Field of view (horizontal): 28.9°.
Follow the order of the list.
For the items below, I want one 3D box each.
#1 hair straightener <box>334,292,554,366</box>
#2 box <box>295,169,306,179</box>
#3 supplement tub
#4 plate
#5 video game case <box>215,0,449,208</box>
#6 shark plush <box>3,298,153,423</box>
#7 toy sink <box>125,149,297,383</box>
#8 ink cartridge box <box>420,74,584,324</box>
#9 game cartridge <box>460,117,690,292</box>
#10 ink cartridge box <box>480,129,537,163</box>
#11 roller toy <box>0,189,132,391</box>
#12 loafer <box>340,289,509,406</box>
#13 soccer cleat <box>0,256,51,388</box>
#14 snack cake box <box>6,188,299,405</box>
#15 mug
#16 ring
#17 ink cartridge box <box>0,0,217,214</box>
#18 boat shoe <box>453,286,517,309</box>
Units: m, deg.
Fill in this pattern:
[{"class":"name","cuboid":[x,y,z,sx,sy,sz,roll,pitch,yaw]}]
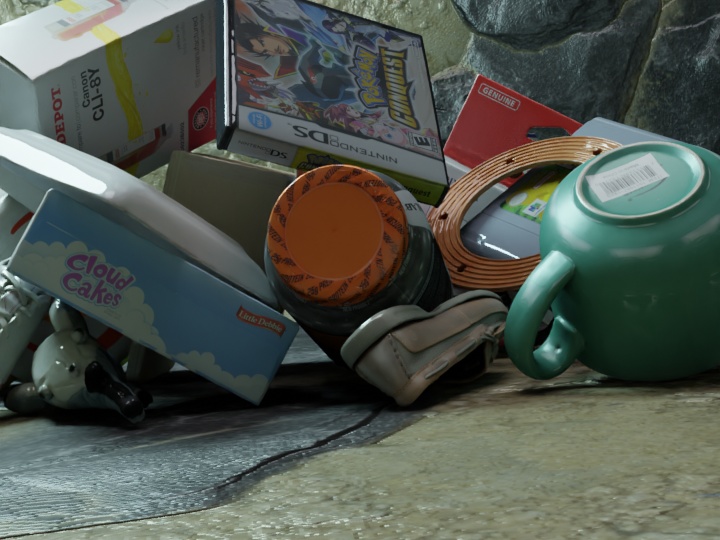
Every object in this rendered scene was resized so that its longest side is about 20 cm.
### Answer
[{"class":"hair straightener","cuboid":[0.074,0.035,1.177,0.198,0.077,0.041,-5,-24,3]},{"class":"box","cuboid":[-0.003,-0.044,1.207,0.094,0.103,0.201,4,-38,3]},{"class":"supplement tub","cuboid":[0.000,0.000,1.032,0.122,0.123,0.200,-4,-17,8]},{"class":"plate","cuboid":[-0.174,-0.047,1.040,0.199,0.032,0.199,23,-8,39]},{"class":"video game case","cuboid":[-0.025,-0.144,1.099,0.180,0.201,0.026,14,-48,-19]},{"class":"shark plush","cuboid":[-0.184,0.072,1.011,0.083,0.091,0.200,29,-19,-23]},{"class":"toy sink","cuboid":[-0.117,0.006,1.214,0.111,0.202,0.130,13,4,6]},{"class":"ink cartridge box","cuboid":[0.153,-0.062,1.300,0.199,0.177,0.045,28,12,13]},{"class":"game cartridge","cuboid":[0.189,-0.056,1.205,0.200,0.041,0.133,-40,40,-19]},{"class":"ink cartridge box","cuboid":[0.145,-0.041,1.431,0.040,0.202,0.199,-3,2,23]},{"class":"roller toy","cuboid":[-0.279,0.009,1.232,0.199,0.184,0.139,-6,4,-33]},{"class":"loafer","cuboid":[0.059,0.061,0.991,0.072,0.063,0.200,-47,-21,25]},{"class":"soccer cleat","cuboid":[-0.278,0.037,1.054,0.086,0.070,0.200,-44,16,19]},{"class":"snack cake box","cuboid":[-0.151,0.018,1.012,0.199,0.068,0.115,29,-4,-11]},{"class":"mug","cuboid":[0.192,-0.008,0.950,0.151,0.115,0.185,6,42,30]},{"class":"ring","cuboid":[0.145,-0.046,1.172,0.199,0.019,0.201,-19,33,13]},{"class":"ink cartridge box","cuboid":[-0.210,-0.149,1.160,0.083,0.146,0.200,33,49,30]},{"class":"boat shoe","cuboid":[0.072,0.037,1.281,0.065,0.073,0.200,-11,5,-32]}]
